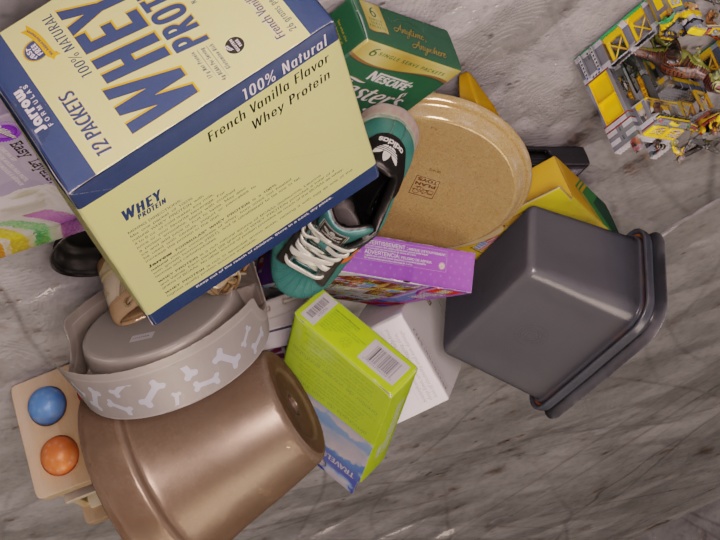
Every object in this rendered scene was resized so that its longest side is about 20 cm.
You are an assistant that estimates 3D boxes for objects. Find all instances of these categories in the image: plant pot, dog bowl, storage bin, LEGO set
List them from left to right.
[{"bbox_3d":[-0.171,0.058,1.407,0.200,0.200,0.059,-20,114,2],"label":"dog bowl"},{"bbox_3d":[-0.133,0.159,1.461,0.174,0.201,0.200,-29,156,10],"label":"plant pot"},{"bbox_3d":[0.174,0.023,1.499,0.134,0.146,0.200,22,139,-19],"label":"storage bin"},{"bbox_3d":[0.289,-0.158,1.371,0.154,0.116,0.200,-34,153,32],"label":"LEGO set"}]

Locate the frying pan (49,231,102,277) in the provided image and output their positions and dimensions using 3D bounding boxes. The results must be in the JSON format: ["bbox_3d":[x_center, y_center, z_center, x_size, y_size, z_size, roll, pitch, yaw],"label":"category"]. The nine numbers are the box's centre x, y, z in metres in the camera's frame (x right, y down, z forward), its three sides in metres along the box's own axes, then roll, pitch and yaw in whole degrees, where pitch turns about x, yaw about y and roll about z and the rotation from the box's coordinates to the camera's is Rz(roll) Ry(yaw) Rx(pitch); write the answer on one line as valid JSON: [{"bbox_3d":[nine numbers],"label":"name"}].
[{"bbox_3d":[-0.179,-0.037,1.385,0.190,0.031,0.115,-15,159,-19],"label":"frying pan"}]

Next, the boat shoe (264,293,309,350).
[{"bbox_3d":[-0.118,0.049,1.534,0.200,0.066,0.072,-11,177,-26],"label":"boat shoe"}]

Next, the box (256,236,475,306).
[{"bbox_3d":[0.000,0.000,1.463,0.137,0.039,0.200,10,172,-22],"label":"box"}]

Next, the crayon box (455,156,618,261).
[{"bbox_3d":[0.165,-0.043,1.553,0.127,0.051,0.200,-27,156,16],"label":"crayon box"}]

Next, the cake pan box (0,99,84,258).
[{"bbox_3d":[-0.298,-0.068,1.179,0.184,0.052,0.200,-19,155,6],"label":"cake pan box"}]

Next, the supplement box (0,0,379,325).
[{"bbox_3d":[-0.116,-0.103,1.078,0.200,0.134,0.200,-34,154,-7],"label":"supplement box"}]

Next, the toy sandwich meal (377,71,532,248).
[{"bbox_3d":[0.060,-0.093,1.392,0.205,0.070,0.205,4,139,3],"label":"toy sandwich meal"}]

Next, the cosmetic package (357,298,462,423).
[{"bbox_3d":[0.051,0.071,1.611,0.074,0.102,0.200,-27,-171,15],"label":"cosmetic package"}]

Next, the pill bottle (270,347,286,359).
[{"bbox_3d":[-0.114,0.098,1.632,0.200,0.114,0.113,-7,154,-28],"label":"pill bottle"}]

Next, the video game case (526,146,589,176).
[{"bbox_3d":[0.098,-0.059,1.563,0.180,0.026,0.200,-2,152,-35],"label":"video game case"}]

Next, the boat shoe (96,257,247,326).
[{"bbox_3d":[-0.125,-0.008,1.370,0.200,0.065,0.071,-21,160,10],"label":"boat shoe"}]

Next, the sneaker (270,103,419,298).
[{"bbox_3d":[-0.023,-0.041,1.273,0.071,0.080,0.200,29,126,-6],"label":"sneaker"}]

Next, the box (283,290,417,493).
[{"bbox_3d":[-0.021,0.118,1.511,0.048,0.122,0.200,-42,163,-31],"label":"box"}]

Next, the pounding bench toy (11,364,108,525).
[{"bbox_3d":[-0.258,0.204,1.644,0.124,0.200,0.156,-22,158,6],"label":"pounding bench toy"}]

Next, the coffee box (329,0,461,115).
[{"bbox_3d":[-0.031,-0.133,1.269,0.200,0.044,0.123,-34,153,31],"label":"coffee box"}]
